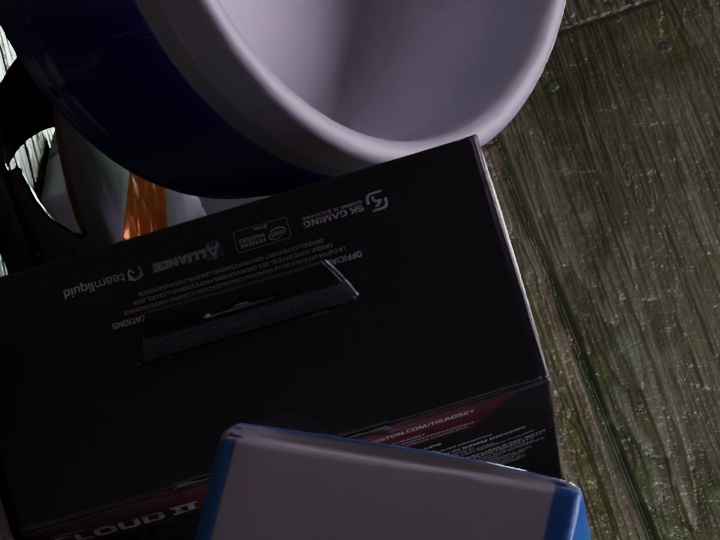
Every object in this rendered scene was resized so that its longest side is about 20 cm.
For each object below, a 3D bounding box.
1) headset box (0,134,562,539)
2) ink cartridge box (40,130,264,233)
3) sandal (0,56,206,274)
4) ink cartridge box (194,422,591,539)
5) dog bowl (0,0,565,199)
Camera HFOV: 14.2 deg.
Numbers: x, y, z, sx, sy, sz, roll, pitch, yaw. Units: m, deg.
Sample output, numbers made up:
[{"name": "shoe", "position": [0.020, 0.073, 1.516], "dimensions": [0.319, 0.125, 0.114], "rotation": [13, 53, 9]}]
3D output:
[{"name": "headset box", "position": [-0.021, 0.039, 0.838], "dimensions": [0.200, 0.148, 0.078], "rotation": [70, 4, -71]}, {"name": "ink cartridge box", "position": [-0.047, -0.030, 1.165], "dimensions": [0.200, 0.145, 0.084], "rotation": [-108, 179, -78]}, {"name": "sandal", "position": [-0.087, -0.012, 0.928], "dimensions": [0.207, 0.059, 0.080], "rotation": [75, 16, -59]}, {"name": "ink cartridge box", "position": [0.007, 0.144, 0.661], "dimensions": [0.200, 0.085, 0.147], "rotation": [69, 31, -62]}, {"name": "dog bowl", "position": [-0.025, -0.124, 0.857], "dimensions": [0.200, 0.078, 0.201], "rotation": [13, 73, -49]}]
